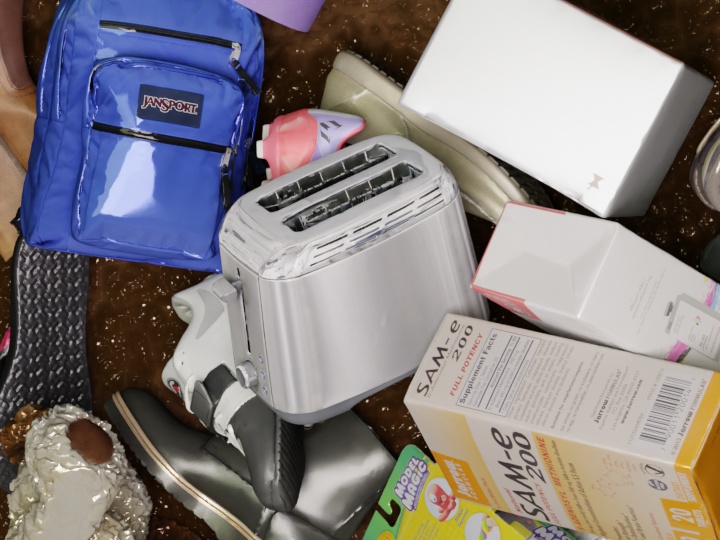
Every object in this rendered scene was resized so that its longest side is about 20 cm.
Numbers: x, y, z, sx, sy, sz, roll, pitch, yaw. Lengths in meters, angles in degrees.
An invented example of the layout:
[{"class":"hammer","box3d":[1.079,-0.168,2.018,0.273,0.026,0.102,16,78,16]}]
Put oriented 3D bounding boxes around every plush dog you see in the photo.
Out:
[{"class":"plush dog","box3d":[-0.191,0.183,1.573,0.160,0.172,0.200,-38,107,10]}]

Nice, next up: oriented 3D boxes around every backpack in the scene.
[{"class":"backpack","box3d":[-0.138,-0.105,1.555,0.161,0.168,0.202,9,90,-19]}]

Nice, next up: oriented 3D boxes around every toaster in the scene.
[{"class":"toaster","box3d":[0.000,0.000,1.476,0.199,0.114,0.130,-24,124,-19]}]

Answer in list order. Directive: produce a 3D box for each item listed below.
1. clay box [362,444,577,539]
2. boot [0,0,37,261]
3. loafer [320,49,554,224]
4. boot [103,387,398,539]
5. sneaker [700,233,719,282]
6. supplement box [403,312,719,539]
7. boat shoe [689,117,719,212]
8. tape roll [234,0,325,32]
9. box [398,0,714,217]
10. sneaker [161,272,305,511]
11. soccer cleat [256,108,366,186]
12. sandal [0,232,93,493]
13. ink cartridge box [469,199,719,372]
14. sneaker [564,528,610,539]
[{"class":"clay box","box3d":[0.093,0.212,1.533,0.200,0.047,0.115,40,121,28]},{"class":"boot","box3d":[-0.239,-0.136,1.638,0.188,0.068,0.201,-36,86,8]},{"class":"loafer","box3d":[0.050,-0.073,1.562,0.200,0.076,0.068,39,102,20]},{"class":"boot","box3d":[-0.070,0.121,1.606,0.200,0.077,0.138,43,90,6]},{"class":"sneaker","box3d":[0.292,0.053,1.505,0.084,0.074,0.201,-25,77,21]},{"class":"supplement box","box3d":[0.142,0.107,1.429,0.199,0.126,0.074,12,59,30]},{"class":"boat shoe","box3d":[0.288,-0.116,1.487,0.200,0.073,0.075,-39,110,-11]},{"class":"tape roll","box3d":[-0.101,-0.246,1.528,0.199,0.200,0.085,33,99,12]},{"class":"box","box3d":[0.132,-0.115,1.469,0.152,0.200,0.107,29,98,11]},{"class":"sneaker","box3d":[-0.089,0.087,1.557,0.088,0.074,0.201,-14,49,2]},{"class":"soccer cleat","box3d":[-0.022,-0.016,1.555,0.076,0.067,0.201,-3,116,11]},{"class":"sandal","box3d":[-0.231,0.062,1.647,0.075,0.045,0.202,5,95,-23]},{"class":"ink cartridge box","box3d":[0.184,0.029,1.457,0.116,0.199,0.068,16,80,55]},{"class":"sneaker","box3d":[0.183,0.167,1.519,0.076,0.092,0.200,44,102,9]}]
